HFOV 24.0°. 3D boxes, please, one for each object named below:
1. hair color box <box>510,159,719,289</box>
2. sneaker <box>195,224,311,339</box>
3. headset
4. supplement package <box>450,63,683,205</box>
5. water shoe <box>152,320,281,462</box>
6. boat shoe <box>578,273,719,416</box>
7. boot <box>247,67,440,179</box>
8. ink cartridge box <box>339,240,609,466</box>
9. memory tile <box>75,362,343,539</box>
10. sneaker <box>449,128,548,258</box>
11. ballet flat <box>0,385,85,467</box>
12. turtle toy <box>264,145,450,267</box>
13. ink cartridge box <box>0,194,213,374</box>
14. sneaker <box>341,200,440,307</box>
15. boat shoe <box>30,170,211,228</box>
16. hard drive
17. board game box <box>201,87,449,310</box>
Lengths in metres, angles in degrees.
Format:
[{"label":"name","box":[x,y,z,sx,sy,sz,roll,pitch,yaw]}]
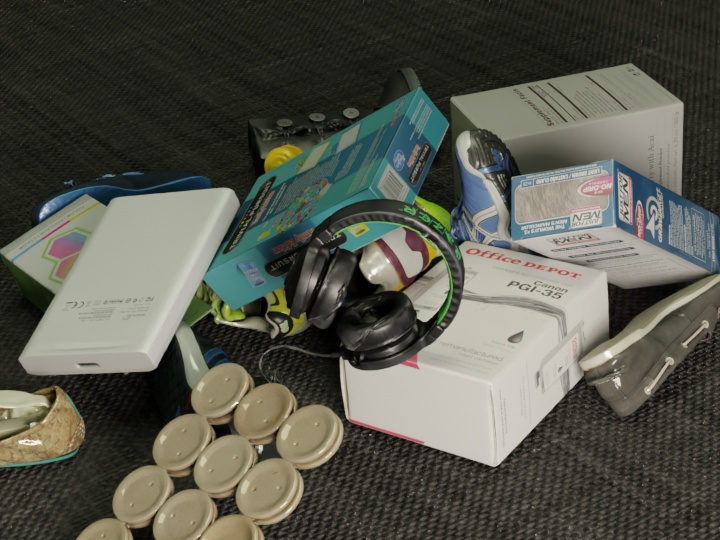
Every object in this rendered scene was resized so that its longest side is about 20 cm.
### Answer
[{"label":"hair color box","box":[0.222,-0.037,1.456,0.100,0.061,0.200,-9,-17,35]},{"label":"sneaker","box":[-0.122,0.008,1.548,0.200,0.075,0.076,14,33,33]},{"label":"headset","box":[-0.010,0.036,1.290,0.200,0.123,0.094,-44,15,26]},{"label":"supplement package","box":[0.202,-0.114,1.671,0.200,0.121,0.120,-13,30,-13]},{"label":"water shoe","box":[-0.112,0.108,1.391,0.079,0.072,0.200,7,25,-28]},{"label":"boat shoe","box":[0.255,0.062,1.427,0.200,0.057,0.067,-29,1,-43]},{"label":"boot","box":[-0.027,-0.159,1.859,0.200,0.066,0.165,-12,28,-5]},{"label":"ink cartridge box","box":[0.098,0.062,1.405,0.146,0.083,0.200,13,34,31]},{"label":"memory tile","box":[-0.112,0.164,1.233,0.153,0.017,0.200,19,64,43]},{"label":"sneaker","box":[0.111,-0.044,1.501,0.077,0.200,0.076,-8,46,16]},{"label":"ballet flat","box":[-0.323,0.132,1.360,0.200,0.065,0.071,-14,30,-16]},{"label":"turtle toy","box":[0.001,-0.060,1.622,0.200,0.101,0.146,12,9,24]},{"label":"ink cartridge box","box":[-0.235,0.008,1.553,0.104,0.059,0.200,-36,39,-20]},{"label":"sneaker","box":[0.000,0.000,1.473,0.090,0.075,0.200,-36,-4,-24]},{"label":"boat shoe","box":[-0.244,-0.058,1.701,0.200,0.084,0.069,-6,16,-39]},{"label":"hard drive","box":[-0.196,0.008,1.459,0.132,0.026,0.200,-4,42,27]},{"label":"board game box","box":[-0.029,-0.060,1.457,0.200,0.047,0.151,-26,25,36]}]
